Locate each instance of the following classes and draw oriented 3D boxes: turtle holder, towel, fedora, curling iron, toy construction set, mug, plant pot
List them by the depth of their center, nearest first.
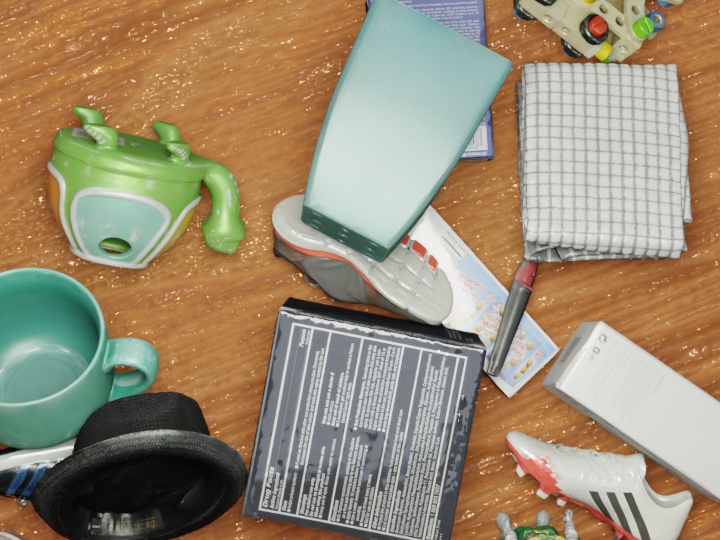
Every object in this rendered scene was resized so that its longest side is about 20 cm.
[{"bbox_3d":[-0.203,0.172,1.293,0.198,0.202,0.092,-9,52,-2],"label":"fedora"},{"bbox_3d":[0.027,-0.121,1.319,0.140,0.141,0.201,28,80,0],"label":"plant pot"},{"bbox_3d":[-0.297,0.099,1.335,0.184,0.115,0.152,33,61,20],"label":"mug"},{"bbox_3d":[-0.213,-0.075,1.369,0.184,0.140,0.133,4,105,-40],"label":"turtle holder"},{"bbox_3d":[0.234,-0.101,1.381,0.163,0.086,0.202,2,70,-3],"label":"towel"},{"bbox_3d":[0.215,-0.279,1.391,0.199,0.092,0.132,28,63,1],"label":"toy construction set"},{"bbox_3d":[0.171,0.014,1.397,0.049,0.026,0.201,28,74,0],"label":"curling iron"}]

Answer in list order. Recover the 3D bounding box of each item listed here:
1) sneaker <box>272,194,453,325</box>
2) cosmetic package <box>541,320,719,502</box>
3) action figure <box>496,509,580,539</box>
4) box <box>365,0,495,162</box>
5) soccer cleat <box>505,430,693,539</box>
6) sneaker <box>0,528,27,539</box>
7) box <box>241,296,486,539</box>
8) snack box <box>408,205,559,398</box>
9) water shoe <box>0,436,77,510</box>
[{"bbox_3d":[0.000,0.000,1.391,0.199,0.082,0.077,32,51,10],"label":"sneaker"},{"bbox_3d":[0.283,0.136,1.372,0.199,0.113,0.081,36,87,2],"label":"cosmetic package"},{"bbox_3d":[0.166,0.254,1.318,0.117,0.200,0.055,-5,87,-3],"label":"action figure"},{"bbox_3d":[0.068,-0.208,1.421,0.120,0.032,0.203,-3,88,-2],"label":"box"},{"bbox_3d":[0.234,0.202,1.384,0.199,0.069,0.086,34,103,-4],"label":"soccer cleat"},{"bbox_3d":[-0.323,0.305,1.357,0.198,0.087,0.074,24,86,0],"label":"sneaker"},{"bbox_3d":[0.003,0.143,1.349,0.196,0.123,0.202,11,94,-1],"label":"box"},{"bbox_3d":[0.106,0.029,1.414,0.072,0.024,0.200,-42,89,-4],"label":"snack box"},{"bbox_3d":[-0.307,0.206,1.370,0.198,0.072,0.080,-13,90,-2],"label":"water shoe"}]
